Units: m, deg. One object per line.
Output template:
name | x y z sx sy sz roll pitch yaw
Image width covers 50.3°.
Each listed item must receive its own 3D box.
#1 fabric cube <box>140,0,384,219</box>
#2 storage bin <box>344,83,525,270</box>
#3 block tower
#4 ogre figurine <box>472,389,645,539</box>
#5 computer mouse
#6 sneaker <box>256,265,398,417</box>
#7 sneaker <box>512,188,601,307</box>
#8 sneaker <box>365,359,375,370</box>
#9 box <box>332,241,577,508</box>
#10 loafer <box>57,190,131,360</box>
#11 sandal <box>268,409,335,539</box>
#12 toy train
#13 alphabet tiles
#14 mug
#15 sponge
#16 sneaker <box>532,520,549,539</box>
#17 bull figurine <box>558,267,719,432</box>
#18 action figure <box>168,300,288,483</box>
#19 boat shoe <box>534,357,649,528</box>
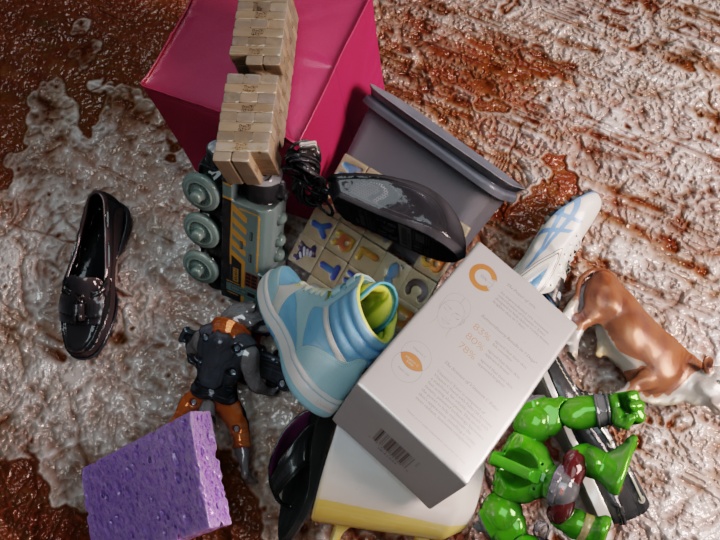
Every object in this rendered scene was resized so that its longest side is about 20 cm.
fabric cube | -0.099 -0.209 0.891 0.194 0.200 0.202 22 75 12
storage bin | 0.067 -0.097 0.881 0.199 0.145 0.135 39 106 16
block tower | -0.099 -0.187 0.750 0.053 0.058 0.203 3 73 7
ogre figurine | 0.184 0.197 0.724 0.118 0.098 0.203 19 102 23
computer mouse | 0.022 -0.072 0.766 0.198 0.139 0.053 25 77 6
sneaker | -0.027 0.035 0.764 0.131 0.079 0.201 -45 42 14
sneaker | 0.211 -0.004 0.857 0.072 0.072 0.201 37 82 22
sneaker | 0.006 0.046 0.858 0.115 0.076 0.201 -41 75 -11
box | 0.088 0.094 0.711 0.124 0.098 0.200 41 59 8
loafer | -0.325 0.002 0.913 0.071 0.063 0.203 3 71 7
sandal | -0.064 0.180 0.801 0.047 0.075 0.204 16 91 -17
toy train | -0.133 -0.048 0.850 0.112 0.202 0.086 21 43 10
alphabet tiles | 0.000 0.000 0.830 0.166 0.008 0.202 32 96 19
mug | 0.039 0.211 0.786 0.151 0.188 0.150 16 40 2
sponge | -0.215 0.230 0.785 0.199 0.030 0.113 -30 67 33
sneaker | 0.135 0.336 0.750 0.199 0.076 0.114 -33 70 -12
bull figurine | 0.291 0.092 0.818 0.121 0.065 0.201 -36 71 -11
action figure | -0.128 0.129 0.832 0.197 0.105 0.197 8 82 11
boat shoe | 0.233 0.164 0.801 0.060 0.076 0.203 -21 82 -1
